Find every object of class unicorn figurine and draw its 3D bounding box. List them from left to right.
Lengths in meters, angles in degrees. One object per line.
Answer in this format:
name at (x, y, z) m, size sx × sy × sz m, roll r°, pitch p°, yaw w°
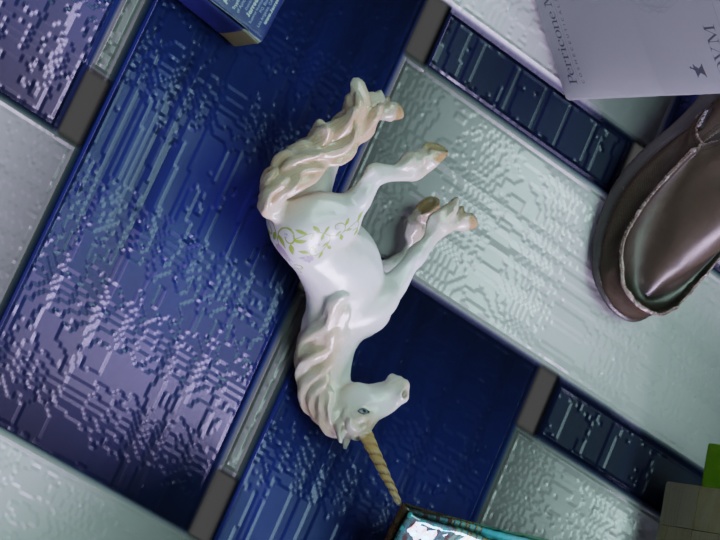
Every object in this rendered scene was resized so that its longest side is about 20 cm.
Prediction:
unicorn figurine at (0.000, 0.000, 1.482) m, size 0.137 × 0.074 × 0.200 m, roll -44°, pitch 121°, yaw -15°

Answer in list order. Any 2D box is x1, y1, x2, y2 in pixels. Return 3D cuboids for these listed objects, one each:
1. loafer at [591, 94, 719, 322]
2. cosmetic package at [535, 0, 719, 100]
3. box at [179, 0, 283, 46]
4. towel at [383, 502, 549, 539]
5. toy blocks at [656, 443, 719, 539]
loafer at (0.206, -0.055, 1.600) m, size 0.073 × 0.071 × 0.201 m, roll 34°, pitch 90°, yaw -28°
cosmetic package at (0.182, -0.207, 1.524) m, size 0.122 × 0.200 × 0.201 m, roll -26°, pitch 104°, yaw -28°
box at (-0.102, -0.222, 1.434) m, size 0.200 × 0.032 × 0.122 m, roll 38°, pitch 70°, yaw -30°
towel at (0.075, 0.213, 1.538) m, size 0.199 × 0.022 × 0.147 m, roll 18°, pitch 102°, yaw -33°
toy blocks at (0.226, 0.210, 1.636) m, size 0.136 × 0.100 × 0.201 m, roll 15°, pitch 82°, yaw -45°
